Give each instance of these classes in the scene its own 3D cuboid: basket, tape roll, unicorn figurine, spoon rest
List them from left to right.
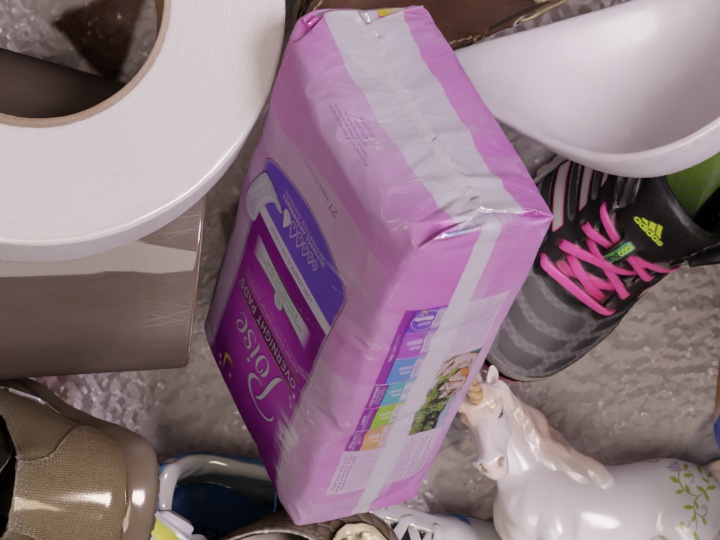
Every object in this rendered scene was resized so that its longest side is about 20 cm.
[{"bbox_3d":[-0.166,-0.023,0.889,0.198,0.136,0.182,7,82,-5],"label":"basket"},{"bbox_3d":[-0.130,-0.104,0.829,0.201,0.037,0.204,2,79,-11],"label":"tape roll"},{"bbox_3d":[0.082,-0.069,0.856,0.199,0.100,0.061,-14,131,37],"label":"spoon rest"},{"bbox_3d":[0.103,0.116,0.941,0.199,0.074,0.138,7,74,-36],"label":"unicorn figurine"}]

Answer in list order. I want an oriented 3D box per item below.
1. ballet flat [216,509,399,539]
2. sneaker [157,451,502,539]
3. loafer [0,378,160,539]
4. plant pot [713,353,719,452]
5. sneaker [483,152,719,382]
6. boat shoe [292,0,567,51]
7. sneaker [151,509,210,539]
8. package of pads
[{"bbox_3d":[-0.067,0.142,0.883,0.199,0.046,0.068,-8,84,-24],"label":"ballet flat"},{"bbox_3d":[-0.009,0.130,0.960,0.199,0.073,0.072,11,73,0],"label":"sneaker"},{"bbox_3d":[-0.162,0.081,0.904,0.067,0.199,0.077,14,82,-38],"label":"loafer"},{"bbox_3d":[0.253,0.014,0.849,0.179,0.200,0.201,23,116,2],"label":"plant pot"},{"bbox_3d":[0.118,-0.023,0.901,0.074,0.088,0.200,40,107,-11],"label":"sneaker"},{"bbox_3d":[0.060,-0.137,0.870,0.201,0.075,0.075,-28,106,11],"label":"boat shoe"},{"bbox_3d":[-0.089,0.194,0.922,0.078,0.090,0.201,-17,102,31],"label":"sneaker"},{"bbox_3d":[0.000,0.000,0.854,0.075,0.121,0.201,-10,146,-26],"label":"package of pads"}]
